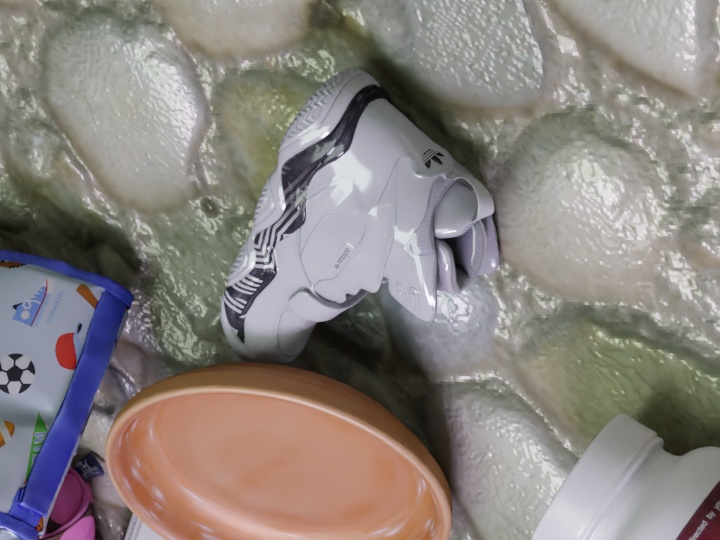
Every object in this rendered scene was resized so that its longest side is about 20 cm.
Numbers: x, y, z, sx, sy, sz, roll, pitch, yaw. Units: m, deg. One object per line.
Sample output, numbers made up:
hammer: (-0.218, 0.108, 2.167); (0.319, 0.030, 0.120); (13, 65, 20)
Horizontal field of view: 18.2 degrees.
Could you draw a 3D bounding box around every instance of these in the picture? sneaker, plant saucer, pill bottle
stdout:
sneaker: (0.000, 0.000, 1.177); (0.115, 0.075, 0.200); (36, 132, 17)
plant saucer: (-0.044, 0.113, 1.266); (0.200, 0.038, 0.200); (10, 143, 7)
pill bottle: (0.189, 0.160, 1.108); (0.200, 0.113, 0.113); (34, 135, 15)

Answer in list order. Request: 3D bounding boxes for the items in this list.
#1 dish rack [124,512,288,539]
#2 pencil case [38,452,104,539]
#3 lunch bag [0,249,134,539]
dish rack: (-0.072, 0.207, 1.402); (0.200, 0.044, 0.172); (35, 134, 14)
pencil case: (-0.200, 0.219, 1.483); (0.094, 0.091, 0.200); (47, 149, 51)
lunch bag: (-0.236, 0.079, 1.341); (0.200, 0.170, 0.124); (0, 151, 37)
